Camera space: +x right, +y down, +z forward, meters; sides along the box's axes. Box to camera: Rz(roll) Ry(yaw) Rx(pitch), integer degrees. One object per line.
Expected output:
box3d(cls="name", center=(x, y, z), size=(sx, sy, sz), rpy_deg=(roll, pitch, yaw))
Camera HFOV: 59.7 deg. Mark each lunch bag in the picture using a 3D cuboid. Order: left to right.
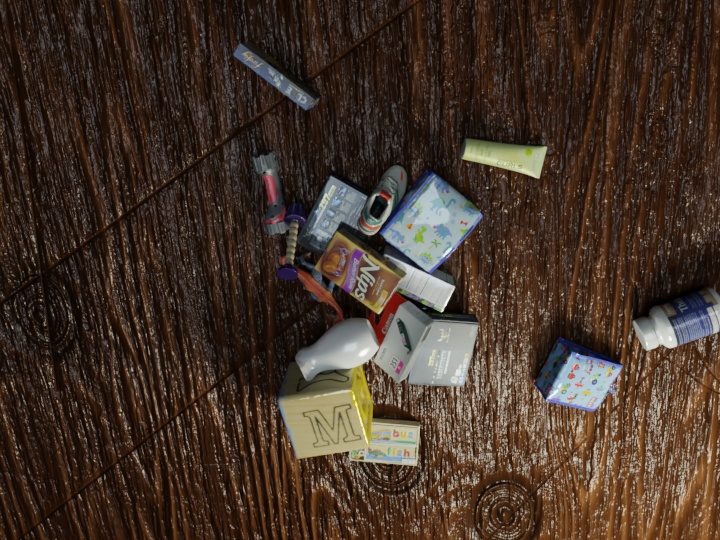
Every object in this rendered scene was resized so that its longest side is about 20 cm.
box3d(cls="lunch bag", center=(0.168, -0.117, 1.530), size=(0.170, 0.127, 0.200), rpy_deg=(37, 98, -8))
box3d(cls="lunch bag", center=(0.590, 0.288, 1.657), size=(0.199, 0.094, 0.151), rpy_deg=(20, 106, -12))

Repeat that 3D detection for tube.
box3d(cls="tube", center=(0.343, -0.277, 1.506), size=(0.199, 0.052, 0.058), rpy_deg=(10, 149, -4))

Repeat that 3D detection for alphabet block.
box3d(cls="alphabet block", center=(-0.086, 0.353, 1.667), size=(0.199, 0.195, 0.197), rpy_deg=(-11, 113, 9))

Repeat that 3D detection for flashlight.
box3d(cls="flashlight", center=(-0.227, -0.192, 1.570), size=(0.068, 0.068, 0.201), rpy_deg=(-10, 108, 11))

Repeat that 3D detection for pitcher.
box3d(cls="pitcher", center=(-0.057, 0.194, 1.632), size=(0.199, 0.172, 0.122), rpy_deg=(-25, 104, 7))

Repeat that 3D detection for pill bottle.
box3d(cls="pill bottle", center=(0.796, 0.126, 1.566), size=(0.199, 0.111, 0.111), rpy_deg=(-22, 105, 11))

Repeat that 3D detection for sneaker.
box3d(cls="sneaker", center=(0.064, -0.178, 1.495), size=(0.070, 0.093, 0.200), rpy_deg=(33, 70, -4))

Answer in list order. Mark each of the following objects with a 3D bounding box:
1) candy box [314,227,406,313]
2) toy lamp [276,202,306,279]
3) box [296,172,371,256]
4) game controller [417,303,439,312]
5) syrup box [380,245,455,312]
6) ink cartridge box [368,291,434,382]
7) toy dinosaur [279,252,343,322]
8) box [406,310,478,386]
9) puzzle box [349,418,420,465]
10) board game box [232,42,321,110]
box3d(cls="candy box", center=(0.000, 0.000, 1.546), size=(0.200, 0.056, 0.117), rpy_deg=(35, 111, 5))
box3d(cls="toy lamp", center=(-0.165, -0.076, 1.527), size=(0.058, 0.201, 0.058), rpy_deg=(1, 149, 1))
box3d(cls="box", center=(-0.052, -0.123, 1.585), size=(0.157, 0.051, 0.200), rpy_deg=(28, 109, -5))
box3d(cls="game controller", center=(0.148, 0.182, 1.682), size=(0.104, 0.042, 0.200), rpy_deg=(31, 109, -21))
box3d(cls="syrup box", center=(0.136, 0.019, 1.602), size=(0.199, 0.079, 0.082), rpy_deg=(24, 109, -3))
box3d(cls="ink cartridge box", center=(0.080, 0.158, 1.606), size=(0.173, 0.043, 0.200), rpy_deg=(38, 125, 24))
box3d(cls="toy dinosaur", center=(-0.116, 0.055, 1.605), size=(0.105, 0.200, 0.182), rpy_deg=(-44, 68, 31))
box3d(cls="box", center=(0.211, 0.206, 1.641), size=(0.157, 0.051, 0.201), rpy_deg=(5, 114, -8))
box3d(cls="puzzle box", center=(0.068, 0.487, 1.790), size=(0.199, 0.025, 0.134), rpy_deg=(3, 108, 4))
box3d(cls="board game box", center=(-0.187, -0.447, 1.446), size=(0.200, 0.136, 0.035), rpy_deg=(36, 108, -7))
